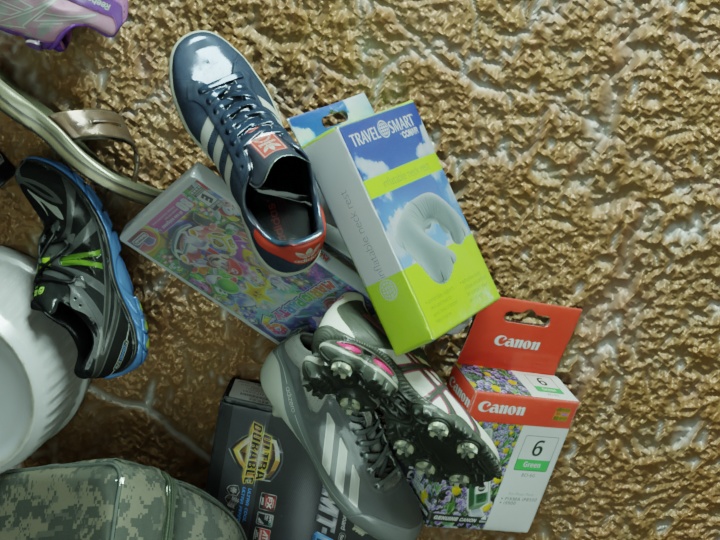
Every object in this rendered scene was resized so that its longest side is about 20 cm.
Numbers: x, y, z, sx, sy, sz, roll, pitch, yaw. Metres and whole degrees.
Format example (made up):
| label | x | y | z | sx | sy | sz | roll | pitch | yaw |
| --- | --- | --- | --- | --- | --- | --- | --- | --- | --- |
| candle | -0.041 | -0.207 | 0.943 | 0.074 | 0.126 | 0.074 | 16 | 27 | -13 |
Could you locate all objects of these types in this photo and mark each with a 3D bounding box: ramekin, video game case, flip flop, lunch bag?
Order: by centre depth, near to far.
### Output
| label | x | y | z | sx | sy | sz | roll | pitch | yaw |
| --- | --- | --- | --- | --- | --- | --- | --- | --- | --- |
| video game case | -0.087 | -0.001 | 1.195 | 0.199 | 0.018 | 0.143 | 35 | 145 | -18 |
| flip flop | -0.232 | -0.118 | 1.205 | 0.199 | 0.081 | 0.058 | 39 | 89 | -6 |
| lunch bag | -0.212 | 0.248 | 1.267 | 0.198 | 0.167 | 0.141 | -13 | 67 | 39 |
| ramekin | -0.345 | 0.086 | 1.274 | 0.197 | 0.105 | 0.203 | 3 | 111 | 7 |

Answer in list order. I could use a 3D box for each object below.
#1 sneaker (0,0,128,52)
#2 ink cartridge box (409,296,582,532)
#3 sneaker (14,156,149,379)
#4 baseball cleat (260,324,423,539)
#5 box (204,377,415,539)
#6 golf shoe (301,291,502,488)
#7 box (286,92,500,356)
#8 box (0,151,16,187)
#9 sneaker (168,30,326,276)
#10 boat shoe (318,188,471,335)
| label | x | y | z | sx | sy | sz | roll | pitch | yaw |
| --- | --- | --- | --- | --- | --- | --- | --- | --- | --- |
| sneaker | -0.274 | -0.216 | 1.171 | 0.197 | 0.081 | 0.089 | -5 | 122 | 10 |
| ink cartridge box | 0.123 | 0.125 | 1.235 | 0.108 | 0.050 | 0.202 | 8 | 113 | -26 |
| sneaker | -0.245 | -0.002 | 1.221 | 0.082 | 0.071 | 0.202 | -23 | 93 | -29 |
| baseball cleat | -0.004 | 0.137 | 1.208 | 0.200 | 0.070 | 0.106 | 48 | 131 | 3 |
| box | -0.043 | 0.214 | 1.315 | 0.196 | 0.050 | 0.202 | 14 | 112 | 3 |
| golf shoe | 0.045 | 0.097 | 1.157 | 0.200 | 0.089 | 0.077 | 41 | 134 | -22 |
| box | 0.029 | -0.047 | 1.143 | 0.047 | 0.122 | 0.202 | -24 | 92 | 35 |
| box | -0.395 | -0.012 | 1.197 | 0.199 | 0.193 | 0.048 | -37 | 100 | 17 |
| sneaker | -0.078 | -0.096 | 1.083 | 0.074 | 0.084 | 0.202 | -28 | 89 | -17 |
| boat shoe | 0.000 | 0.000 | 1.218 | 0.199 | 0.072 | 0.066 | 32 | 121 | -8 |
